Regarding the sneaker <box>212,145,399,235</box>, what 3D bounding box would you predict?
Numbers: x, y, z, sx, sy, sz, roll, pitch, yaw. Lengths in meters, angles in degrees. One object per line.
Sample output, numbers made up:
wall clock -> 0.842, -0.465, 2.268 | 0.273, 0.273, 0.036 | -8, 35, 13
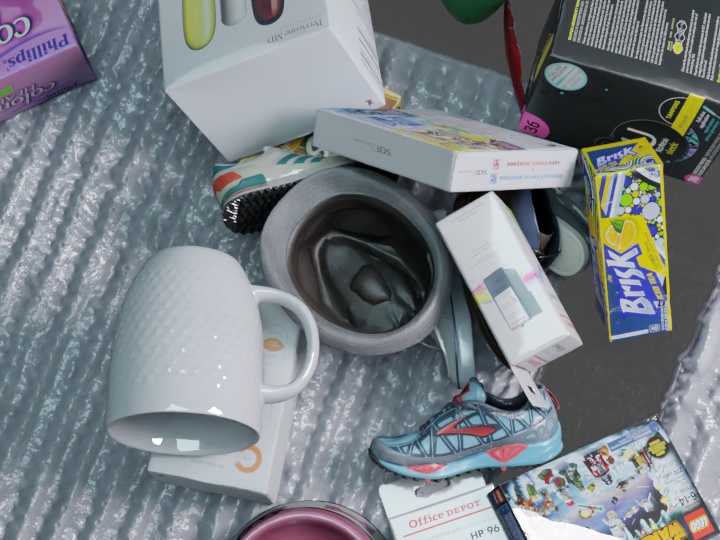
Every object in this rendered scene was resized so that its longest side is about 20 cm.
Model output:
sneaker -> -0.061, -0.104, 1.536 | 0.199, 0.070, 0.093 | -15, 47, -16

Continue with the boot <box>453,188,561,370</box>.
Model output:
boot -> 0.163, -0.002, 1.524 | 0.097, 0.075, 0.200 | -24, 75, 38

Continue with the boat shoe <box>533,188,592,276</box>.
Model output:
boat shoe -> 0.181, -0.075, 1.589 | 0.200, 0.073, 0.062 | 47, 39, 20

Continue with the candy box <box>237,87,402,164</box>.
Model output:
candy box -> -0.053, -0.128, 1.607 | 0.115, 0.055, 0.200 | 30, 78, 10

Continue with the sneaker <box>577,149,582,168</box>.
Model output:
sneaker -> 0.238, -0.131, 1.580 | 0.129, 0.080, 0.200 | 11, 76, 7

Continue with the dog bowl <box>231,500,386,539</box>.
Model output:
dog bowl -> -0.055, 0.327, 1.476 | 0.200, 0.074, 0.201 | -1, 75, 4

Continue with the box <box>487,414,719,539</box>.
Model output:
box -> 0.243, 0.242, 1.466 | 0.200, 0.040, 0.137 | -20, 74, -24

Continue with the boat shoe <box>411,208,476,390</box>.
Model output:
boat shoe -> 0.067, 0.034, 1.548 | 0.086, 0.075, 0.202 | -11, 72, 0

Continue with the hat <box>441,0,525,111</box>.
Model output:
hat -> 0.128, -0.295, 1.663 | 0.165, 0.176, 0.200 | 4, 38, 6

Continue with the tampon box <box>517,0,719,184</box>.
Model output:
tampon box -> 0.279, -0.199, 1.488 | 0.200, 0.150, 0.126 | 16, 64, 1

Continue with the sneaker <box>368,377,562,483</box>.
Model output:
sneaker -> 0.104, 0.154, 1.499 | 0.200, 0.079, 0.096 | -7, 104, -8

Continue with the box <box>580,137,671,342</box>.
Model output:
box -> 0.271, -0.029, 1.496 | 0.070, 0.200, 0.064 | -11, 31, 0

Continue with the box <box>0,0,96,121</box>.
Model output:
box -> -0.421, -0.279, 1.648 | 0.176, 0.097, 0.200 | -24, 76, -4

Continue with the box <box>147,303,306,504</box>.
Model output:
box -> -0.132, 0.128, 1.521 | 0.124, 0.097, 0.200 | 10, 75, 6

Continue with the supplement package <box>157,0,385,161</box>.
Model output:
supplement package -> -0.098, -0.258, 1.551 | 0.191, 0.147, 0.200 | -19, 57, 16

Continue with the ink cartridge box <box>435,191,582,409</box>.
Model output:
ink cartridge box -> 0.156, 0.032, 1.436 | 0.067, 0.117, 0.200 | -29, 77, 10

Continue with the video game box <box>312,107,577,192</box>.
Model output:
video game box -> 0.084, -0.123, 1.476 | 0.200, 0.182, 0.047 | 22, 107, 44

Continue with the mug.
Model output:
mug -> -0.139, 0.074, 1.412 | 0.200, 0.148, 0.176 | 0, 67, 2

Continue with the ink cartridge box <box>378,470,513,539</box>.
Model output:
ink cartridge box -> 0.098, 0.291, 1.480 | 0.116, 0.068, 0.200 | -18, 74, -3

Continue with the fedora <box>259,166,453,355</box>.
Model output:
fedora -> 0.000, 0.000, 1.492 | 0.200, 0.090, 0.177 | 37, 79, 12
